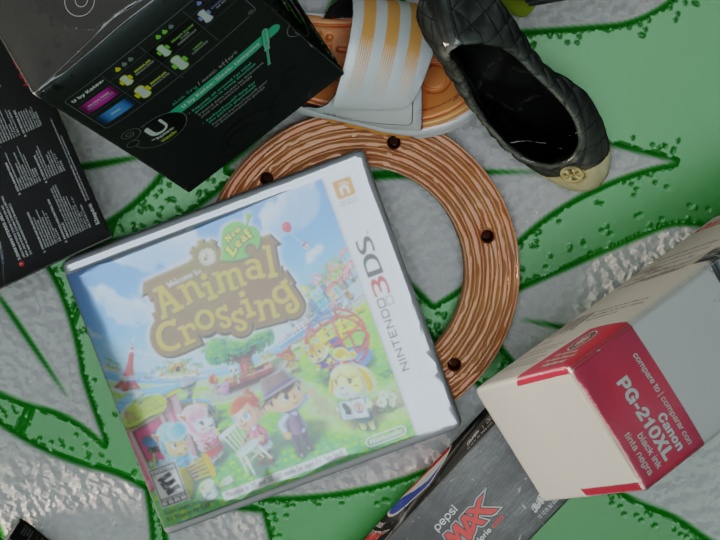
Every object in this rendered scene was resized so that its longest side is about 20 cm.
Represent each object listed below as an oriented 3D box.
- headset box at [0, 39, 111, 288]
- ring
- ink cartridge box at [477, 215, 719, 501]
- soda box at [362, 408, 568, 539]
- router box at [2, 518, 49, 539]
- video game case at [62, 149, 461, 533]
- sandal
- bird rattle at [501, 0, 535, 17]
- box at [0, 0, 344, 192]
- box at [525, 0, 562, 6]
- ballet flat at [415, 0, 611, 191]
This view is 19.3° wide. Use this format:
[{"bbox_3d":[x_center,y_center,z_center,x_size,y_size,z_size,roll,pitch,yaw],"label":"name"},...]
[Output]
[{"bbox_3d":[-0.270,-0.045,1.251,0.199,0.077,0.150,-27,98,-20],"label":"headset box"},{"bbox_3d":[0.000,0.000,1.319,0.198,0.019,0.203,0,99,0],"label":"ring"},{"bbox_3d":[0.186,0.042,1.225,0.199,0.145,0.085,-34,93,-20],"label":"ink cartridge box"},{"bbox_3d":[0.063,0.155,1.317,0.071,0.063,0.200,42,95,-5],"label":"soda box"},{"bbox_3d":[-0.217,0.285,1.343,0.157,0.052,0.200,39,96,-5],"label":"router box"},{"bbox_3d":[-0.060,0.045,1.306,0.198,0.022,0.184,-20,98,4],"label":"video game case"},{"bbox_3d":[-0.017,-0.128,1.272,0.204,0.059,0.080,4,79,0],"label":"sandal"},{"bbox_3d":[0.038,-0.234,1.267,0.198,0.113,0.164,23,86,10],"label":"bird rattle"},{"bbox_3d":[-0.123,-0.158,1.183,0.124,0.200,0.149,-37,67,9],"label":"box"},{"bbox_3d":[0.164,-0.249,1.215,0.199,0.043,0.162,-17,99,-36],"label":"box"},{"bbox_3d":[0.089,-0.098,1.242,0.066,0.057,0.200,-20,140,26],"label":"ballet flat"}]
